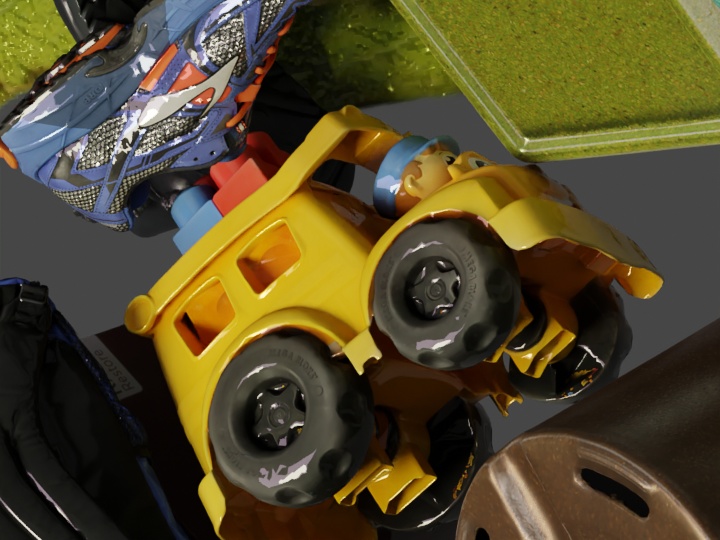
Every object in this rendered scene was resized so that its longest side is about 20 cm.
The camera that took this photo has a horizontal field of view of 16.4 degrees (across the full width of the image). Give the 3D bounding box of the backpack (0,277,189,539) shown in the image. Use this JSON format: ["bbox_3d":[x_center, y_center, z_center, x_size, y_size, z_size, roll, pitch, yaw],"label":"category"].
[{"bbox_3d":[-0.147,0.132,1.063,0.200,0.162,0.168,55,169,18],"label":"backpack"}]

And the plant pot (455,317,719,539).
[{"bbox_3d":[0.154,0.100,0.906,0.200,0.198,0.201,25,125,42],"label":"plant pot"}]

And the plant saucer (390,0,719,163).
[{"bbox_3d":[0.079,-0.110,0.948,0.200,0.048,0.200,-4,134,51],"label":"plant saucer"}]

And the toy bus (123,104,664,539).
[{"bbox_3d":[0.000,0.000,1.074,0.200,0.136,0.192,-42,59,18],"label":"toy bus"}]

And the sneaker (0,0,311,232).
[{"bbox_3d":[-0.065,-0.088,1.063,0.200,0.075,0.078,-34,107,29],"label":"sneaker"}]

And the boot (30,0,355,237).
[{"bbox_3d":[-0.115,-0.089,1.204,0.168,0.077,0.200,-2,140,50],"label":"boot"}]

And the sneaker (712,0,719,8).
[{"bbox_3d":[0.157,-0.123,0.860,0.074,0.088,0.200,-16,108,43],"label":"sneaker"}]

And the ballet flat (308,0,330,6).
[{"bbox_3d":[-0.006,-0.207,1.080,0.071,0.071,0.201,21,122,45],"label":"ballet flat"}]

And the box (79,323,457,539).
[{"bbox_3d":[-0.069,0.140,1.226,0.166,0.164,0.200,46,136,29],"label":"box"}]
